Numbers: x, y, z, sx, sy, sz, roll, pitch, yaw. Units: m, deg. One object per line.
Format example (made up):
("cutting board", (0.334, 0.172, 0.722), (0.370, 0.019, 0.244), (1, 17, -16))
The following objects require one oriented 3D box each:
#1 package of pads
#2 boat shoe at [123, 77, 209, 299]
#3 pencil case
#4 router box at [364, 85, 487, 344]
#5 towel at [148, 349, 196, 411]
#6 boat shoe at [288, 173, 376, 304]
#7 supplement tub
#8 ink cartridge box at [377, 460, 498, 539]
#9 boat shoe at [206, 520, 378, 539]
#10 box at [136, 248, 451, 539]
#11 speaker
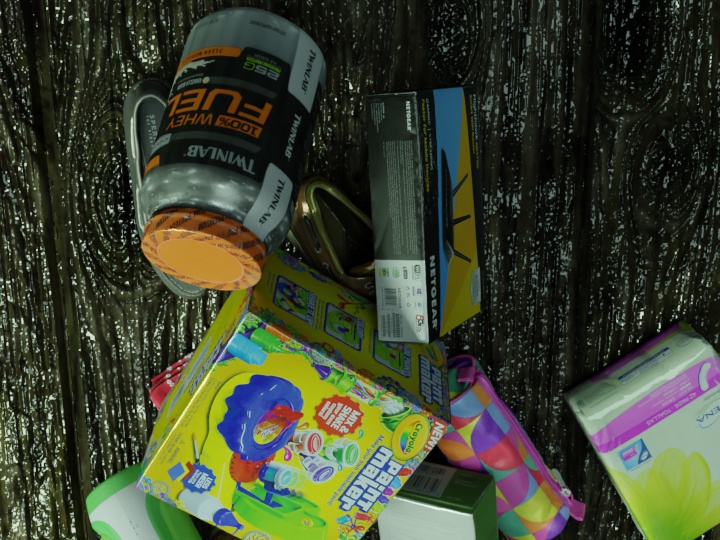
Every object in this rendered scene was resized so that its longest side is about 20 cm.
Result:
("package of pads", (0.318, 0.169, 1.063), (0.153, 0.068, 0.201), (-31, 110, 2))
("boat shoe", (-0.168, -0.064, 0.915), (0.066, 0.057, 0.203), (-12, 108, -6))
("pencil case", (0.133, 0.177, 1.026), (0.088, 0.088, 0.201), (-38, 109, 3))
("router box", (0.060, -0.053, 0.899), (0.050, 0.149, 0.204), (1, 101, 26))
("towel", (-0.084, 0.113, 1.000), (0.198, 0.023, 0.146), (-32, 110, 0))
("boat shoe", (0.000, 0.000, 0.942), (0.200, 0.068, 0.072), (47, 71, -20))
("supplement tub", (-0.102, -0.095, 0.837), (0.121, 0.123, 0.203), (18, 63, -14))
("ink cartridge box", (0.079, 0.286, 1.027), (0.102, 0.059, 0.203), (8, 120, 27))
("boat shoe", (-0.054, 0.258, 1.023), (0.198, 0.068, 0.073), (-24, 108, -3))
("box", (-0.055, 0.122, 0.902), (0.191, 0.123, 0.201), (28, 115, -13))
("speaker", (-0.172, 0.278, 0.956), (0.088, 0.088, 0.201), (-33, 76, 1))
